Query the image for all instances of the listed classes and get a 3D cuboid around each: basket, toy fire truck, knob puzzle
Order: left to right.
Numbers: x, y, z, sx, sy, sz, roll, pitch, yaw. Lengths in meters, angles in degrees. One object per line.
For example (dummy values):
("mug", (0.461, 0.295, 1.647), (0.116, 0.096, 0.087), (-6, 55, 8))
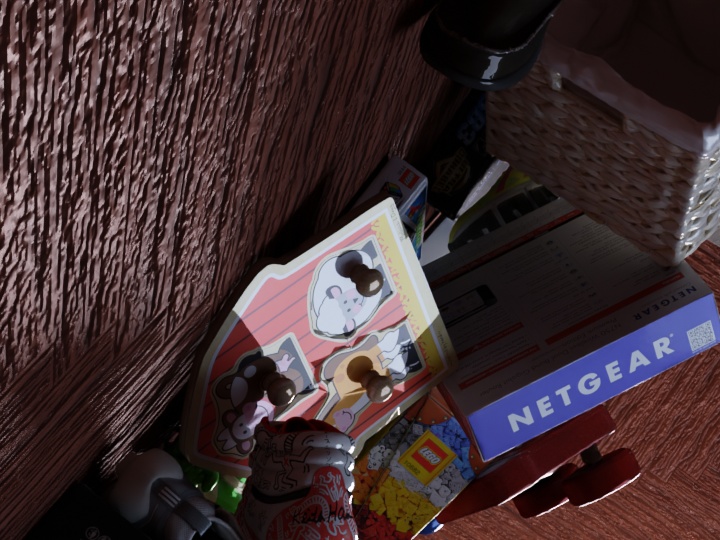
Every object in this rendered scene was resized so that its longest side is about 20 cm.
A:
("knob puzzle", (-0.031, 0.069, 1.095), (0.219, 0.030, 0.220), (-20, 130, -26))
("toy fire truck", (0.121, 0.162, 1.386), (0.167, 0.113, 0.200), (-25, 177, -30))
("basket", (0.216, -0.148, 1.199), (0.200, 0.198, 0.161), (-43, 154, -25))

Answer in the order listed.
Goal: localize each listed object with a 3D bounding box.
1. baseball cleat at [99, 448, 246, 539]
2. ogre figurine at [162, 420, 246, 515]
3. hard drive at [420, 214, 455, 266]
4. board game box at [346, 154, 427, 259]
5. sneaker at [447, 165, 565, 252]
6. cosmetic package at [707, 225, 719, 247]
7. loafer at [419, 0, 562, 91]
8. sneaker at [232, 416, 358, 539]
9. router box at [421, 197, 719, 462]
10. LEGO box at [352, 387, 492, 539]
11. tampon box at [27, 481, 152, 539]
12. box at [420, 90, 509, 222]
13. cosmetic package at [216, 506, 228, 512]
("baseball cleat", (-0.123, 0.182, 1.079), (0.070, 0.106, 0.200), (-44, 167, -17))
("ogre figurine", (-0.059, 0.124, 1.199), (0.200, 0.098, 0.120), (36, 82, -36))
("hard drive", (0.122, 0.046, 1.521), (0.132, 0.200, 0.026), (-47, -170, -33))
("board game box", (0.000, 0.000, 1.265), (0.126, 0.035, 0.200), (-52, 170, -12))
("sneaker", (0.151, -0.077, 1.341), (0.200, 0.090, 0.078), (-36, 131, 5))
("cosmetic package", (0.266, -0.104, 1.416), (0.081, 0.200, 0.113), (-61, 169, 26))
("loafer", (0.097, -0.188, 1.031), (0.200, 0.073, 0.072), (-57, 168, -40))
("sneaker", (-0.053, 0.154, 1.091), (0.201, 0.067, 0.109), (154, -62, -66))
("router box", (0.139, 0.031, 1.236), (0.199, 0.180, 0.049), (-26, 126, -3))
("LEGO box", (0.035, 0.138, 1.378), (0.149, 0.077, 0.200), (-46, -170, 15))
("tampon box", (-0.187, 0.263, 1.002), (0.200, 0.126, 0.150), (-49, 168, -28))
("box", (0.129, -0.130, 1.402), (0.200, 0.050, 0.198), (-55, 168, 4))
("cosmetic package", (-0.119, 0.273, 1.471), (0.200, 0.085, 0.108), (-45, 164, -37))
